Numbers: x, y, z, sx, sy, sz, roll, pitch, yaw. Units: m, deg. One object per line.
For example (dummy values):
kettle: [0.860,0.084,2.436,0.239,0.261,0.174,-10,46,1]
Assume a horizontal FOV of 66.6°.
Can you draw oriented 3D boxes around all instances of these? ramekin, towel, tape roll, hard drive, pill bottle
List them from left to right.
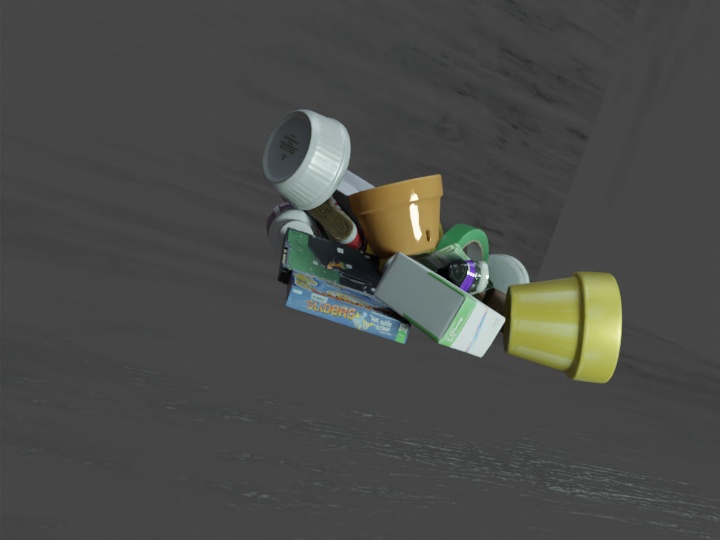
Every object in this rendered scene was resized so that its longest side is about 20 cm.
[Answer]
pill bottle: [-0.153,-0.086,1.229,0.110,0.115,0.200,17,9,-15]
ramekin: [-0.123,-0.237,1.142,0.093,0.206,0.201,21,5,-45]
hard drive: [-0.055,-0.003,1.032,0.196,0.038,0.141,18,32,-15]
towel: [0.163,0.007,1.174,0.197,0.024,0.152,-14,-43,43]
tape roll: [0.235,-0.007,1.312,0.048,0.205,0.198,23,9,37]

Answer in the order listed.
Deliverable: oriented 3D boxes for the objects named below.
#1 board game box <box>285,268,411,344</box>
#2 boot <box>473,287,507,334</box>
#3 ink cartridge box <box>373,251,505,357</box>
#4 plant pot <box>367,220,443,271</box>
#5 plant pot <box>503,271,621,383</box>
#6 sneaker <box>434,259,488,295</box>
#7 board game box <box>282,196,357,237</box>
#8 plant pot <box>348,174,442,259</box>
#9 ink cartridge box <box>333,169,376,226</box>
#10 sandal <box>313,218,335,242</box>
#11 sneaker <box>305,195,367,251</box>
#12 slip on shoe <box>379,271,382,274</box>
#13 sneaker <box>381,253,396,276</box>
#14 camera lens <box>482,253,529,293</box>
board game box: [-0.024,0.056,0.896,0.196,0.035,0.135,19,9,-10]
boot: [0.311,0.105,1.224,0.154,0.078,0.200,34,-22,-9]
ink cartridge box: [0.135,0.061,0.906,0.144,0.085,0.199,35,5,34]
plant pot: [0.097,-0.073,1.465,0.198,0.205,0.188,23,25,27]
plant pot: [0.372,0.101,1.043,0.184,0.206,0.201,4,6,9]
sneaker: [0.172,0.035,1.093,0.097,0.071,0.201,4,-31,-13]
board game box: [-0.084,-0.127,1.326,0.200,0.028,0.134,47,-33,-22]
plant pot: [0.082,-0.105,1.129,0.195,0.144,0.200,-11,4,1]
ink cartridge box: [-0.037,-0.148,1.349,0.114,0.067,0.201,30,-30,1]
sandal: [-0.052,-0.074,1.288,0.202,0.057,0.080,51,0,-31]
sneaker: [-0.054,-0.109,1.192,0.201,0.071,0.112,54,5,35]
slip on shoe: [0.000,0.000,1.157,0.196,0.063,0.074,13,-18,-31]
sneaker: [0.098,0.050,1.105,0.109,0.069,0.200,55,-3,22]
camera lens: [0.370,0.038,1.478,0.157,0.164,0.199,22,9,19]
